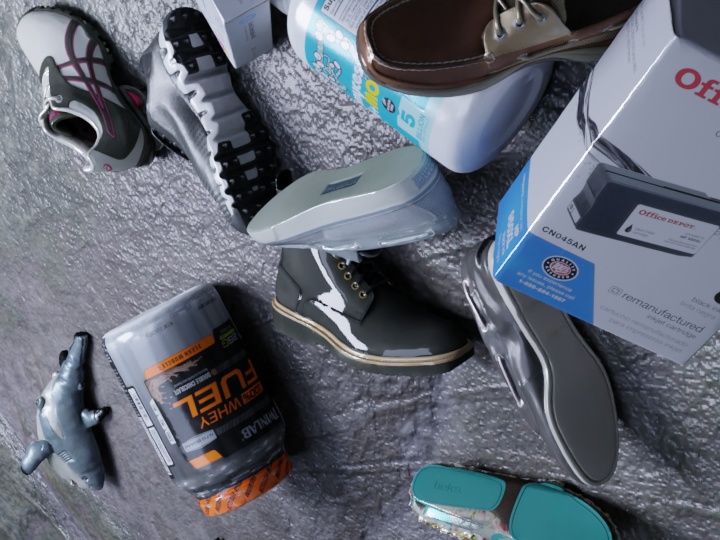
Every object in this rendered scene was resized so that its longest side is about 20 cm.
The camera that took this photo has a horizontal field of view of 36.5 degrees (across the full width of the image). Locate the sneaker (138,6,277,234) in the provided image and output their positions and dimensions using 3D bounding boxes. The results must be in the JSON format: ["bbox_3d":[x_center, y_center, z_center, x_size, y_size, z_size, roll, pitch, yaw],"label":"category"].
[{"bbox_3d":[-0.137,-0.121,0.953,0.090,0.066,0.200,-20,94,47],"label":"sneaker"}]

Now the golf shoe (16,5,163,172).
[{"bbox_3d":[-0.269,-0.172,1.022,0.200,0.088,0.077,46,135,15],"label":"golf shoe"}]

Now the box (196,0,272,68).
[{"bbox_3d":[-0.133,-0.263,0.828,0.200,0.041,0.156,61,176,-1],"label":"box"}]

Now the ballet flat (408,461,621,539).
[{"bbox_3d":[0.130,0.206,0.902,0.200,0.076,0.064,15,151,40],"label":"ballet flat"}]

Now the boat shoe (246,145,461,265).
[{"bbox_3d":[-0.008,-0.036,0.826,0.201,0.070,0.072,-11,125,47],"label":"boat shoe"}]

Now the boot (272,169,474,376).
[{"bbox_3d":[0.000,0.000,0.893,0.200,0.077,0.139,13,115,34],"label":"boot"}]

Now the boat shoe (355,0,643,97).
[{"bbox_3d":[0.094,-0.157,0.647,0.072,0.200,0.076,125,127,-73],"label":"boat shoe"}]

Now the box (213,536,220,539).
[{"bbox_3d":[-0.169,0.419,1.263,0.158,0.050,0.200,49,134,9],"label":"box"}]

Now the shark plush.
[{"bbox_3d":[-0.330,0.162,1.286,0.083,0.091,0.200,15,101,12],"label":"shark plush"}]

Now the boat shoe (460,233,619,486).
[{"bbox_3d":[0.134,0.067,0.822,0.057,0.067,0.200,-20,93,60],"label":"boat shoe"}]

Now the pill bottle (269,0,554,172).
[{"bbox_3d":[0.027,-0.164,0.757,0.200,0.111,0.111,39,131,20],"label":"pill bottle"}]

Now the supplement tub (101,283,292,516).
[{"bbox_3d":[-0.152,0.124,1.048,0.122,0.122,0.200,-23,97,44],"label":"supplement tub"}]

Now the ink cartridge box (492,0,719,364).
[{"bbox_3d":[0.190,-0.055,0.654,0.144,0.084,0.200,24,132,-8],"label":"ink cartridge box"}]
